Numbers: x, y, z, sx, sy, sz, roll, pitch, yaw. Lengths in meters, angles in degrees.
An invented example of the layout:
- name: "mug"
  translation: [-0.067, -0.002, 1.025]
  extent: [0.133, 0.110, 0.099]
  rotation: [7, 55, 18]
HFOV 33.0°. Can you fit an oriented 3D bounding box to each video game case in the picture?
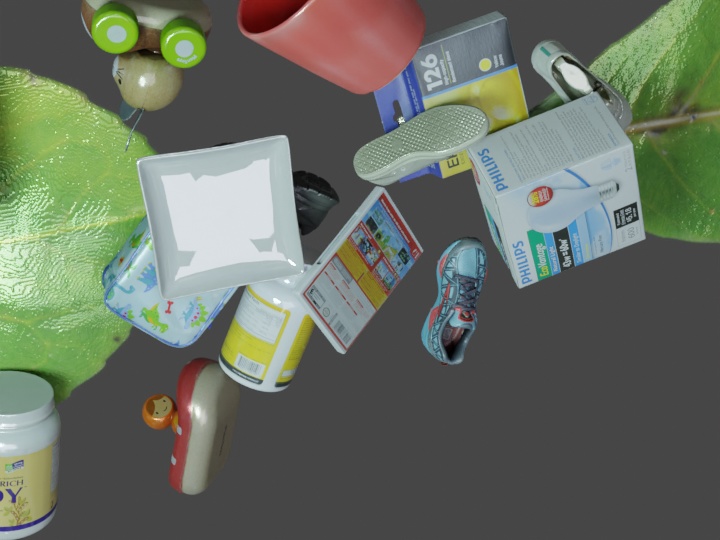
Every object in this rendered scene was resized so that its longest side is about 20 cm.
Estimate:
- name: "video game case"
  translation: [0.000, 0.000, 1.714]
  extent: [0.200, 0.017, 0.143]
  rotation: [-52, 134, -19]

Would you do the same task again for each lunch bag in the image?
- name: "lunch bag"
  translation: [-0.248, -0.002, 1.676]
  extent: [0.161, 0.082, 0.200]
  rotation: [32, 103, -24]

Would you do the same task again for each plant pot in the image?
- name: "plant pot"
  translation: [-0.026, -0.329, 1.535]
  extent: [0.177, 0.200, 0.200]
  rotation: [34, 102, -36]

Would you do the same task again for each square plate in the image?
- name: "square plate"
  translation: [-0.182, -0.071, 1.603]
  extent: [0.198, 0.028, 0.200]
  rotation: [-11, 114, -11]

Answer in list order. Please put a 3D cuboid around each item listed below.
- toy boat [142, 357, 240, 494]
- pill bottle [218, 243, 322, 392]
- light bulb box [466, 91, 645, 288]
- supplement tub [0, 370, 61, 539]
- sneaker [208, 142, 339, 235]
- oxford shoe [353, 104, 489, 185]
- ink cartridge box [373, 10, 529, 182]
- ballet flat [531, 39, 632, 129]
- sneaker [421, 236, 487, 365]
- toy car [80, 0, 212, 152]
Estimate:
- name: "toy boat"
  translation: [-0.256, 0.217, 1.769]
  extent: [0.130, 0.131, 0.200]
  rotation: [19, 115, 11]
- name: "pill bottle"
  translation: [-0.118, 0.063, 1.725]
  extent: [0.112, 0.112, 0.200]
  rotation: [16, 109, -21]
- name: "light bulb box"
  translation: [0.276, -0.110, 1.707]
  extent: [0.200, 0.125, 0.198]
  rotation: [-22, 135, 1]
- name: "supplement tub"
  translation: [-0.493, 0.257, 1.696]
  extent: [0.145, 0.145, 0.200]
  rotation: [1, 114, -15]
- name: "sneaker"
  translation: [-0.130, -0.106, 1.668]
  extent: [0.200, 0.076, 0.091]
  rotation: [24, 113, -21]
- name: "oxford shoe"
  translation: [0.087, -0.171, 1.669]
  extent: [0.200, 0.075, 0.058]
  rotation: [-22, 152, 21]
- name: "ink cartridge box"
  translation: [0.128, -0.234, 1.691]
  extent: [0.200, 0.047, 0.198]
  rotation: [-22, 118, -7]
- name: "ballet flat"
  translation: [0.321, -0.251, 1.722]
  extent: [0.200, 0.069, 0.069]
  rotation: [36, 101, -27]
- name: "sneaker"
  translation: [0.153, 0.050, 1.800]
  extent: [0.079, 0.096, 0.200]
  rotation: [4, 113, -17]
- name: "toy car"
  translation: [-0.281, -0.257, 1.516]
  extent: [0.157, 0.164, 0.200]
  rotation: [9, 124, -19]
